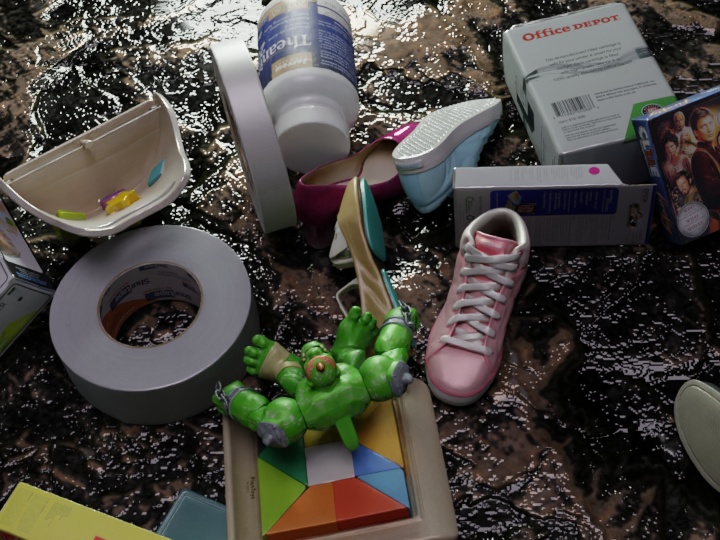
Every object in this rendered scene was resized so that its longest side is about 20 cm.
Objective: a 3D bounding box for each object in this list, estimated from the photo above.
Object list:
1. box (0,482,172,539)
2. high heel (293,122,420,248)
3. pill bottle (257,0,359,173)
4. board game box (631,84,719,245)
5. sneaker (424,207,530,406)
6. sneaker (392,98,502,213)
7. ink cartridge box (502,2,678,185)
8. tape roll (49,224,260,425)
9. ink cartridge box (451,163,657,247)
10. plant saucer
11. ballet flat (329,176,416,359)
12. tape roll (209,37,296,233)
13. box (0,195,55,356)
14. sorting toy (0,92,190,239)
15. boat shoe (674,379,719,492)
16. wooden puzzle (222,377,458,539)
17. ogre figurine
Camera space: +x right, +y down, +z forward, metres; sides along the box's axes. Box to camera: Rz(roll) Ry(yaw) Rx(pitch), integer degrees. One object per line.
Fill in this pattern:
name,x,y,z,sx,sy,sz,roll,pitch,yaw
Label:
box,-0.216,0.250,1.072,0.200,0.075,0.050,18,57,17
high heel,0.004,-0.115,1.310,0.200,0.096,0.067,-39,58,-22
pill bottle,-0.059,-0.209,1.379,0.111,0.111,0.200,-6,52,1
board game box,0.388,-0.125,1.260,0.200,0.136,0.035,-22,13,-10
sneaker,0.113,0.025,1.189,0.075,0.105,0.200,16,57,15
sneaker,0.098,-0.124,1.334,0.074,0.082,0.200,4,29,36
ink cartridge box,0.252,-0.186,1.346,0.146,0.083,0.200,-13,53,-3
tape roll,-0.202,0.051,1.226,0.200,0.066,0.201,-4,52,5
ink cartridge box,0.194,-0.064,1.252,0.200,0.095,0.037,1,52,7
plant saucer,-0.091,0.253,1.091,0.200,0.019,0.070,18,56,20
ballet flat,0.000,0.000,1.227,0.063,0.069,0.200,-19,65,10
tape roll,-0.111,-0.139,1.276,0.037,0.203,0.203,-16,53,-6
box,-0.405,-0.009,1.268,0.117,0.060,0.200,-47,55,11
sorting toy,-0.251,-0.083,1.264,0.200,0.107,0.180,-30,26,-15
boat shoe,0.354,0.172,1.086,0.068,0.072,0.200,2,34,-40
wooden puzzle,-0.024,0.178,1.114,0.200,0.037,0.185,-8,44,-1
ogre figurine,-0.030,0.099,1.114,0.200,0.098,0.120,-6,24,-13
